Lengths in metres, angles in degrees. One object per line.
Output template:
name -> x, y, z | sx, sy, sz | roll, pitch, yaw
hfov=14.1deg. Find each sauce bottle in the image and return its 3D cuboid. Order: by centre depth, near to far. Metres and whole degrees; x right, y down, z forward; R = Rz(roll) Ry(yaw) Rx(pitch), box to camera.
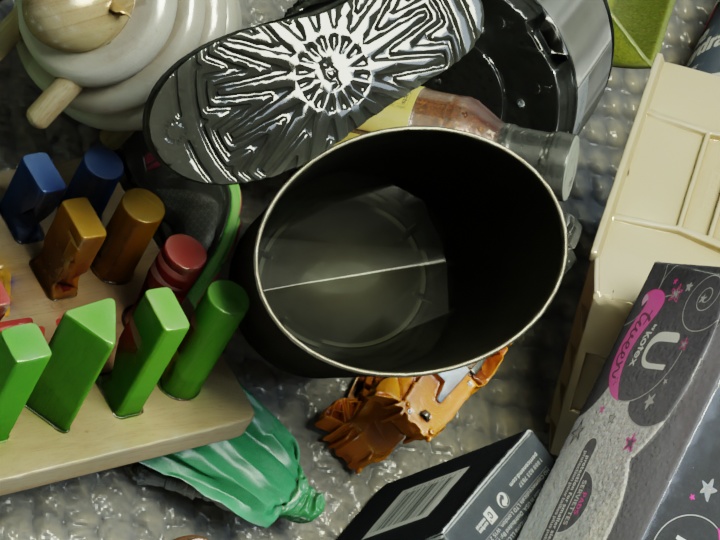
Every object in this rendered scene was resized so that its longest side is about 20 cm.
sauce bottle -> 0.029, -0.078, 1.732 | 0.200, 0.066, 0.066 | 14, 56, 12

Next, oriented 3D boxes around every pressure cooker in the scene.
pressure cooker -> 0.070, -0.134, 1.845 | 0.179, 0.176, 0.200 | 50, 26, -6

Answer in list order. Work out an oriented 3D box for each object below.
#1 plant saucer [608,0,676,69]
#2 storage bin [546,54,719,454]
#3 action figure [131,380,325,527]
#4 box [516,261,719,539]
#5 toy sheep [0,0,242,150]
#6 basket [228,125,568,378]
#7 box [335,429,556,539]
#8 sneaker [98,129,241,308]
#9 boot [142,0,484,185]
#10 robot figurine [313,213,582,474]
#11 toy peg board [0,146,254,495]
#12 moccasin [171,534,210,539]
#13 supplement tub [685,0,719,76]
plant saucer -> 0.133, -0.232, 1.989 | 0.200, 0.048, 0.200 | 52, 22, -11
storage bin -> 0.196, 0.002, 1.869 | 0.094, 0.200, 0.199 | 17, 55, 5
action figure -> -0.102, 0.093, 1.714 | 0.200, 0.055, 0.118 | 35, 53, -17
box -> 0.195, 0.107, 1.657 | 0.115, 0.132, 0.200 | 33, 78, -24
toy sheep -> -0.133, -0.139, 1.660 | 0.200, 0.138, 0.138 | 7, 65, -71
basket -> 0.000, 0.000, 1.671 | 0.180, 0.200, 0.136 | -10, 87, -18
box -> 0.090, 0.217, 1.754 | 0.200, 0.148, 0.107 | 51, 51, -10
sneaker -> -0.119, -0.065, 1.761 | 0.084, 0.077, 0.200 | 5, 65, -20
boot -> -0.043, -0.105, 1.620 | 0.211, 0.158, 0.079 | -24, 99, -21
robot figurine -> 0.059, 0.034, 1.812 | 0.058, 0.145, 0.200 | 43, 58, -11
toy peg board -> -0.171, 0.005, 1.616 | 0.200, 0.098, 0.199 | -12, 59, -37
moccasin -> -0.134, 0.220, 1.624 | 0.074, 0.078, 0.201 | 55, 50, -8
supplement tub -> 0.298, -0.127, 2.055 | 0.140, 0.140, 0.200 | 42, 52, -18
